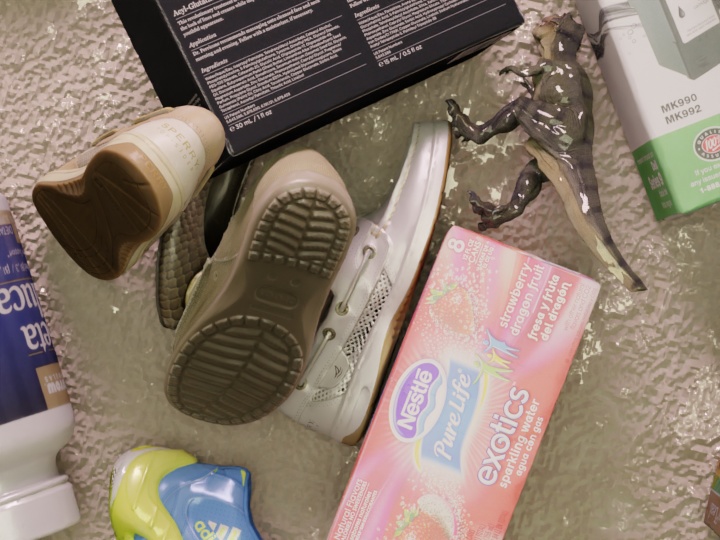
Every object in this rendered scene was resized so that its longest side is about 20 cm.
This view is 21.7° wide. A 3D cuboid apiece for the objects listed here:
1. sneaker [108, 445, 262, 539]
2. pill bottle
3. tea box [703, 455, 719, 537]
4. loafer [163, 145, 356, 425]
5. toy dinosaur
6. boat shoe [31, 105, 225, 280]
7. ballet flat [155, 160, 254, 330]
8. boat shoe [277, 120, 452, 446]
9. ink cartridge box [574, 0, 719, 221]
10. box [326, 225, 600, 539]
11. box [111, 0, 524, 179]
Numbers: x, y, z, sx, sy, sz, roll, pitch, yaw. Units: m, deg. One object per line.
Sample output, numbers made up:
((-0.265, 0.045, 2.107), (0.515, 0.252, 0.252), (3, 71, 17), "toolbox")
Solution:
((-0.097, 0.205, 1.109), (0.104, 0.076, 0.202), (-1, 89, 2), "sneaker")
((-0.231, 0.063, 1.097), (0.110, 0.111, 0.201), (-18, 89, 2), "pill bottle")
((0.289, 0.077, 1.031), (0.133, 0.200, 0.198), (15, 90, 2), "tea box")
((-0.054, 0.010, 1.072), (0.075, 0.068, 0.200), (23, 127, -13), "loafer")
((0.100, -0.069, 1.076), (0.088, 0.048, 0.201), (-14, 60, 9), "toy dinosaur")
((-0.131, -0.047, 1.067), (0.065, 0.200, 0.072), (-41, 97, -25), "boat shoe")
((-0.078, -0.060, 1.117), (0.046, 0.067, 0.201), (14, 84, 11), "ballet flat")
((0.000, 0.000, 1.108), (0.069, 0.071, 0.201), (19, 92, 2), "boat shoe")
((0.210, -0.148, 1.094), (0.145, 0.084, 0.201), (-21, 88, 1), "ink cartridge box")
((0.059, 0.083, 1.090), (0.094, 0.103, 0.201), (21, 91, 2), "box")
((-0.029, -0.158, 1.075), (0.199, 0.079, 0.142), (-26, 91, -21), "box")
